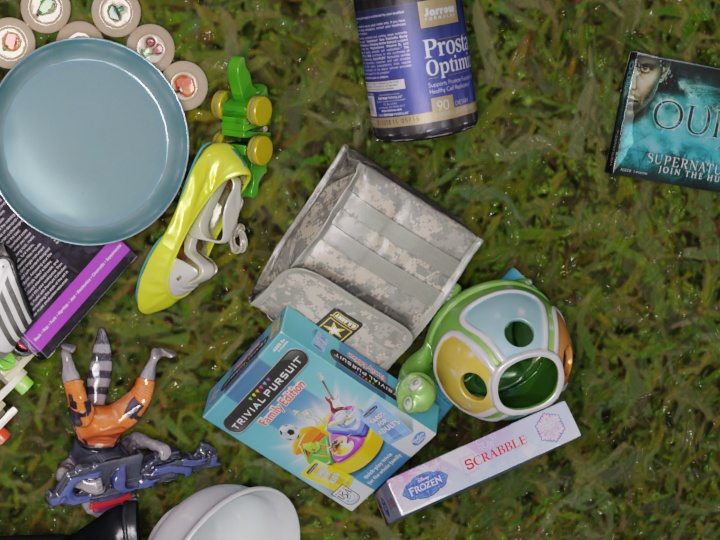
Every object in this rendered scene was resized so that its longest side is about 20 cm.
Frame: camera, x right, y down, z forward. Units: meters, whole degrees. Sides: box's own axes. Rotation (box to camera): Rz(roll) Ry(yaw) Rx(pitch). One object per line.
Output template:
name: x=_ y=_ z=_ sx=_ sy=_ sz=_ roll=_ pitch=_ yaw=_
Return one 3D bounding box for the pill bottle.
pill bottle: x=0.053 y=-0.238 z=1.352 sx=0.110 sy=0.112 sz=0.203 roll=-11 pitch=102 yaw=-10

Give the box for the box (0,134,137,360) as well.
box: x=-0.337 y=-0.032 z=1.309 sx=0.200 sy=0.036 sz=0.143 roll=47 pitch=62 yaw=-15

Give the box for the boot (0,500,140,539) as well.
boot: x=-0.305 y=0.288 z=1.329 sx=0.166 sy=0.201 sz=0.077 roll=0 pitch=64 yaw=-15

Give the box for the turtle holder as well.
turtle holder: x=0.131 y=0.085 z=1.364 sx=0.183 sy=0.132 sz=0.143 roll=11 pitch=109 yaw=-21

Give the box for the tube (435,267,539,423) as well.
tube: x=0.117 y=0.086 z=1.456 sx=0.077 sy=0.050 sz=0.200 roll=43 pitch=91 yaw=-19

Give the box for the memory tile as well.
memory tile: x=-0.263 y=-0.206 z=1.335 sx=0.153 sy=0.017 sz=0.200 roll=-43 pitch=106 yaw=-3

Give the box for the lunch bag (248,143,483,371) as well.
lunch bag: x=0.000 y=0.000 z=1.380 sx=0.163 sy=0.118 sz=0.201 roll=31 pitch=99 yaw=-18

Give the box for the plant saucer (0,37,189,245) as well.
plant saucer: x=-0.268 y=-0.126 z=1.310 sx=0.197 sy=0.027 sz=0.203 roll=0 pitch=91 yaw=-19

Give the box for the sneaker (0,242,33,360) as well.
sneaker: x=-0.387 y=-0.001 z=1.230 sx=0.200 sy=0.076 sz=0.116 roll=42 pitch=88 yaw=-21

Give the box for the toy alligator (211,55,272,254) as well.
toy alligator: x=-0.114 y=-0.120 z=1.369 sx=0.054 sy=0.059 sz=0.203 roll=-22 pitch=117 yaw=-53

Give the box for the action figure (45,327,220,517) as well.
action figure: x=-0.244 y=0.167 z=1.382 sx=0.198 sy=0.104 sz=0.196 roll=0 pitch=108 yaw=-40

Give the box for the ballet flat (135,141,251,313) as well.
ballet flat: x=-0.165 y=-0.031 z=1.338 sx=0.067 sy=0.067 sz=0.202 roll=34 pitch=107 yaw=27

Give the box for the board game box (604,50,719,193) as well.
board game box: x=0.378 y=-0.159 z=1.482 sx=0.197 sy=0.028 sz=0.137 roll=8 pitch=98 yaw=-14

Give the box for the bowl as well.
bowl: x=-0.162 y=0.303 z=1.386 sx=0.200 sy=0.090 sz=0.204 roll=-26 pitch=126 yaw=-42

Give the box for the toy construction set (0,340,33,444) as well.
toy construction set: x=-0.398 y=0.085 z=1.315 sx=0.131 sy=0.092 sz=0.201 roll=-49 pitch=116 yaw=-26

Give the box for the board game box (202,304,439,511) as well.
board game box: x=-0.041 y=0.148 z=1.393 sx=0.199 sy=0.047 sz=0.151 roll=34 pitch=122 yaw=-16

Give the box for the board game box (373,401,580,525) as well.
board game box: x=0.116 y=0.205 z=1.398 sx=0.197 sy=0.200 sz=0.042 roll=-22 pitch=79 yaw=-9
